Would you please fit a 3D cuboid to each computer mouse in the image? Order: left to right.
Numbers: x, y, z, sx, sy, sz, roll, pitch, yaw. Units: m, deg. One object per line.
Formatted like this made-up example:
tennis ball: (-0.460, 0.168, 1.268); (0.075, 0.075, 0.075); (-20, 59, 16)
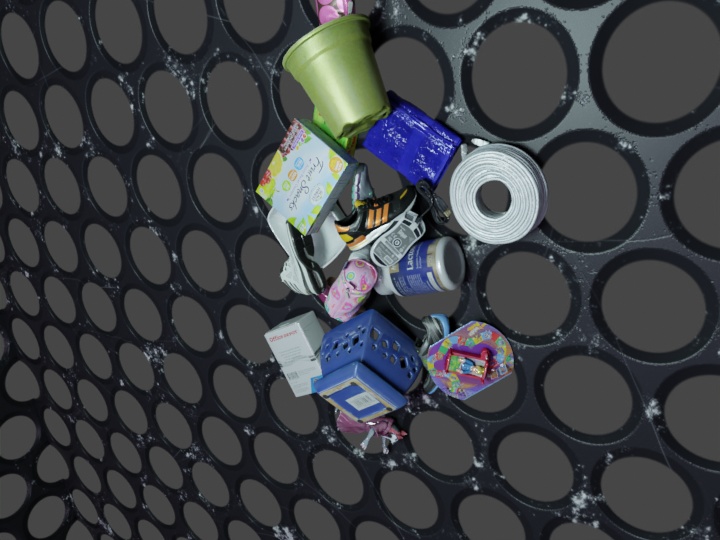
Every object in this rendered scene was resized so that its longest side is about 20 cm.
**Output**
computer mouse: (0.097, -0.092, 1.343); (0.200, 0.044, 0.110); (-43, 112, 11)

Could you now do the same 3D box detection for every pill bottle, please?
pill bottle: (0.125, -0.004, 1.398); (0.197, 0.115, 0.118); (-10, 106, 37)

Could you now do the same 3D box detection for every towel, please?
towel: (0.104, -0.270, 1.331); (0.199, 0.049, 0.149); (38, 127, 14)

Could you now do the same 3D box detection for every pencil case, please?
pencil case: (-0.054, -0.589, 1.266); (0.094, 0.089, 0.204); (-145, 39, -64)
pencil case: (-0.026, 0.048, 1.440); (0.088, 0.087, 0.200); (46, 152, 7)

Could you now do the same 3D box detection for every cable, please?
cable: (0.276, -0.153, 1.254); (0.197, 0.069, 0.204); (15, 119, 28)

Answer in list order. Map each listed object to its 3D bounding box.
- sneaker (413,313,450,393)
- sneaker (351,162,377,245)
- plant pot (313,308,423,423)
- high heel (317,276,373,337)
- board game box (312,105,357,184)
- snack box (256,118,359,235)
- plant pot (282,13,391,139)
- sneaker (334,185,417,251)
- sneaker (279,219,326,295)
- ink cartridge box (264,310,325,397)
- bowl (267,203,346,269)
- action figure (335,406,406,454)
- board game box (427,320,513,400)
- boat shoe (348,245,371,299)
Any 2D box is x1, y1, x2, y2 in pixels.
sneaker: (0.167, 0.195, 1.481); (0.081, 0.071, 0.203); (4, 110, 5)
sneaker: (0.026, -0.150, 1.443); (0.086, 0.075, 0.203); (5, 119, 6)
plant pot: (0.015, 0.244, 1.507); (0.199, 0.181, 0.199); (40, 134, -21)
high heel: (-0.041, 0.106, 1.612); (0.202, 0.067, 0.096); (58, 150, -2)
board game box: (-0.062, -0.303, 1.429); (0.100, 0.047, 0.203); (26, 124, 21)
snack box: (-0.122, -0.211, 1.414); (0.168, 0.067, 0.201); (42, 117, 13)
plant pot: (-0.030, -0.377, 1.264); (0.199, 0.199, 0.187); (-26, 90, 39)
sneaker: (0.031, -0.132, 1.376); (0.199, 0.070, 0.090); (-38, 116, 11)
sneaker: (-0.167, -0.029, 1.519); (0.114, 0.076, 0.204); (-6, 111, 34)
ink cartridge box: (-0.154, 0.231, 1.718); (0.145, 0.086, 0.203); (-21, 98, 38)
bowl: (-0.116, -0.112, 1.539); (0.199, 0.074, 0.201); (-38, 88, 39)
action figure: (0.034, 0.411, 1.690); (0.196, 0.134, 0.152); (9, 74, 17)
board game box: (0.247, 0.213, 1.415); (0.198, 0.039, 0.159); (-33, 101, 17)
boat shoe: (0.000, 0.000, 1.502); (0.071, 0.069, 0.201); (17, 150, 14)
